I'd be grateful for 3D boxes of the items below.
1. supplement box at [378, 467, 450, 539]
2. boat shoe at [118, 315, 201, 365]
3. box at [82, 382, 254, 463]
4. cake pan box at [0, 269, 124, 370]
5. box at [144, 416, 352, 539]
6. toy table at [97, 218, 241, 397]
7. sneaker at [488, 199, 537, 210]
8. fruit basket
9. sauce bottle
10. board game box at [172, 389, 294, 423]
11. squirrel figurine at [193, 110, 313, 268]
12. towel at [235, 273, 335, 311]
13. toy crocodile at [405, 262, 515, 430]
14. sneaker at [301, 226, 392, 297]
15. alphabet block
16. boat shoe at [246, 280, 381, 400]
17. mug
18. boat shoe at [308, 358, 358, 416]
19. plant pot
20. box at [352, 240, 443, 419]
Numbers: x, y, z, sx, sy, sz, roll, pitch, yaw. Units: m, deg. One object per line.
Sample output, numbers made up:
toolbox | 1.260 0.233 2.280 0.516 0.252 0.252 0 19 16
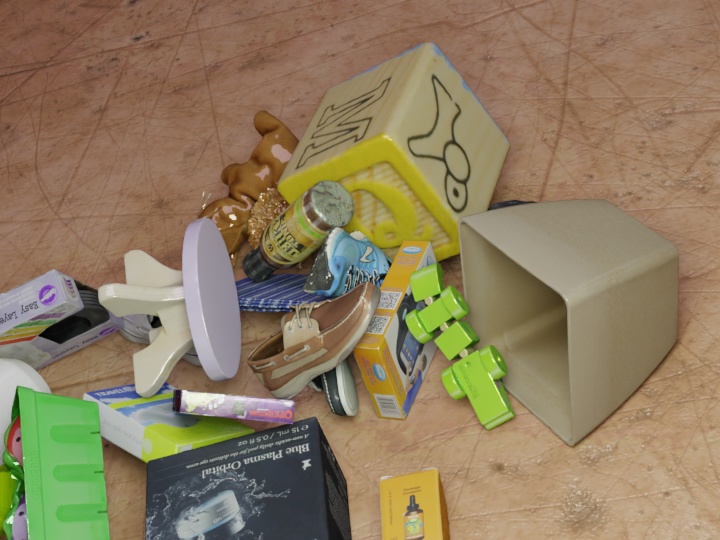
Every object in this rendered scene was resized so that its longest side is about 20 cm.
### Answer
supplement box | 0.058 0.295 1.394 0.066 0.069 0.201 -12 41 9
boat shoe | -0.254 0.059 1.803 0.199 0.066 0.074 15 51 35
box | -0.233 0.179 1.625 0.199 0.048 0.121 21 18 40
cake pan box | -0.415 0.073 1.751 0.199 0.184 0.053 -25 75 6
box | -0.114 0.280 1.446 0.195 0.118 0.201 -16 40 6
toy table | -0.217 0.046 1.647 0.116 0.184 0.201 -15 51 13
sneaker | 0.183 -0.020 1.701 0.113 0.076 0.200 22 49 41
fruit basket | -0.385 0.242 1.531 0.214 0.156 0.217 6 67 -15
sauce bottle | -0.082 -0.041 1.709 0.200 0.065 0.065 -39 16 49
board game box | -0.142 0.147 1.514 0.119 0.033 0.200 2 -5 -9
squirrel figurine | -0.132 -0.084 1.865 0.186 0.142 0.200 -39 39 -12
towel | -0.092 0.030 1.744 0.199 0.024 0.144 2 14 34
toy crocodile | 0.112 0.083 1.561 0.067 0.062 0.201 -35 76 18
sneaker | 0.000 0.000 1.627 0.090 0.079 0.200 30 15 13
alphabet block | 0.046 -0.132 1.757 0.196 0.196 0.201 -22 30 38
boat shoe | -0.056 0.072 1.549 0.200 0.072 0.076 -42 19 32
mug | -0.469 0.180 1.702 0.186 0.150 0.153 19 45 30
boat shoe | -0.042 0.110 1.651 0.060 0.076 0.200 -16 27 4
plant pot | 0.240 0.033 1.531 0.176 0.201 0.200 -23 37 -20
box | 0.056 0.060 1.625 0.041 0.120 0.201 5 46 28
